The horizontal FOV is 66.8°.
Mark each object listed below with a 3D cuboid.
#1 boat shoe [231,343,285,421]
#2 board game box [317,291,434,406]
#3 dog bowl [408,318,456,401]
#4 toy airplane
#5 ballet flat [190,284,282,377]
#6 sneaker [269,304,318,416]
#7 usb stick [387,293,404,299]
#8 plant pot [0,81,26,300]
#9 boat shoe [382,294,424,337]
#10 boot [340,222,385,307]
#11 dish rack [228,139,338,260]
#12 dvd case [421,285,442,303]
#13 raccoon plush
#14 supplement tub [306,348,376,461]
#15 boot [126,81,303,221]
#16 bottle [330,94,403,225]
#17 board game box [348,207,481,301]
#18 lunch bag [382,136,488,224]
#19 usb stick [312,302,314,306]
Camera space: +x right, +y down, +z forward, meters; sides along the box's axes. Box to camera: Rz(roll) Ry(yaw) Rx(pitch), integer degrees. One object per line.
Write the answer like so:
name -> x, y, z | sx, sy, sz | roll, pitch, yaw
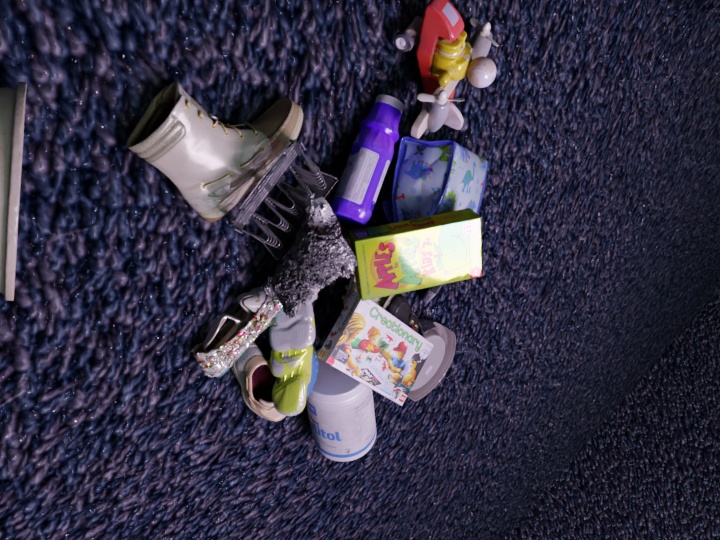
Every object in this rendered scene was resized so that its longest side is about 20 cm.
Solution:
boat shoe -> -0.165, 0.209, 0.945 | 0.074, 0.069, 0.201 | -38, 136, -19
board game box -> 0.032, 0.139, 0.951 | 0.200, 0.034, 0.127 | 36, 79, -34
dog bowl -> 0.127, 0.199, 1.230 | 0.199, 0.059, 0.202 | -24, 131, -31
toy airplane -> 0.145, -0.301, 0.856 | 0.199, 0.140, 0.202 | -10, 113, -58
ballet flat -> -0.181, 0.078, 0.848 | 0.200, 0.075, 0.064 | -50, 123, -12
sneaker -> -0.108, 0.135, 0.920 | 0.105, 0.075, 0.202 | 1, 97, -81
usb stick -> 0.036, 0.120, 1.098 | 0.055, 0.033, 0.202 | 8, 109, -48
plant pot -> -0.396, -0.078, 0.465 | 0.182, 0.200, 0.202 | 4, 113, -32
boat shoe -> 0.085, 0.106, 1.051 | 0.074, 0.063, 0.202 | -50, 151, -17
boot -> 0.000, 0.000, 0.954 | 0.199, 0.072, 0.156 | 0, 116, -52
dish rack -> -0.103, -0.095, 0.753 | 0.154, 0.054, 0.200 | -54, 176, -1
dvd case -> 0.177, -0.002, 1.095 | 0.143, 0.017, 0.200 | -53, 173, -6
raccoon plush -> -0.092, -0.021, 0.776 | 0.134, 0.097, 0.200 | -40, 147, -10
supplement tub -> -0.039, 0.258, 1.054 | 0.131, 0.132, 0.201 | -30, 132, -27
boot -> -0.174, -0.179, 0.686 | 0.200, 0.072, 0.155 | -49, 136, -7
bottle -> 0.013, -0.172, 0.856 | 0.065, 0.084, 0.202 | 21, 89, -12
board game box -> 0.088, -0.026, 0.855 | 0.198, 0.048, 0.103 | -11, 117, -8
lunch bag -> 0.129, -0.114, 0.950 | 0.169, 0.127, 0.202 | 1, 99, -56
usb stick -> -0.107, 0.083, 0.948 | 0.055, 0.033, 0.202 | -12, 123, -38
